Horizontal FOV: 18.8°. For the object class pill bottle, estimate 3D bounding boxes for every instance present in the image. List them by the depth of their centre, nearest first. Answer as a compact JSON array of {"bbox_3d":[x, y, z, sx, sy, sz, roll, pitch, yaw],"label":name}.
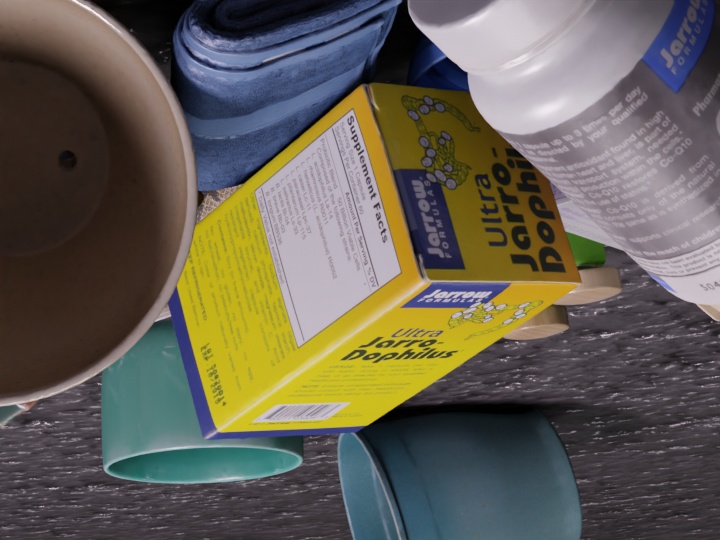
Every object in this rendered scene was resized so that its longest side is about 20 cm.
[{"bbox_3d":[0.119,-0.084,0.965,0.113,0.114,0.200,-18,134,42],"label":"pill bottle"}]

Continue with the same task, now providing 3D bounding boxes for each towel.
[{"bbox_3d":[-0.043,-0.094,1.067,0.111,0.049,0.200,-22,169,-14],"label":"towel"}]

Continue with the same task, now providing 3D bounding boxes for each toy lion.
[{"bbox_3d":[0.054,0.011,1.432,0.190,0.069,0.200,-7,170,-12],"label":"toy lion"}]

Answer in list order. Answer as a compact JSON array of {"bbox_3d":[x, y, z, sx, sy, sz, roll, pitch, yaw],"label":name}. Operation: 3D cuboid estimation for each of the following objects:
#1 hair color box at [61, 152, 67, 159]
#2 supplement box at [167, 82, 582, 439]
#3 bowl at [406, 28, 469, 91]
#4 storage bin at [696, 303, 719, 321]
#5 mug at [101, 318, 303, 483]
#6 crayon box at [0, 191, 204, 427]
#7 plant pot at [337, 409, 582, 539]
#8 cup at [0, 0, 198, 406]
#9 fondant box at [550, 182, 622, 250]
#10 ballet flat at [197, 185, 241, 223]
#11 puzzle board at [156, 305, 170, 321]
[{"bbox_3d":[-0.270,-0.055,1.195,0.199,0.061,0.099,4,163,-28],"label":"hair color box"},{"bbox_3d":[0.000,0.000,1.129,0.109,0.109,0.200,0,155,-40],"label":"supplement box"},{"bbox_3d":[0.122,-0.111,1.111,0.199,0.040,0.201,-3,165,-1],"label":"bowl"},{"bbox_3d":[0.271,-0.021,1.027,0.198,0.200,0.094,-38,122,-8],"label":"storage bin"},{"bbox_3d":[-0.135,0.094,1.655,0.184,0.115,0.152,-9,164,21],"label":"mug"},{"bbox_3d":[-0.164,0.006,1.205,0.051,0.200,0.127,43,148,-11],"label":"crayon box"},{"bbox_3d":[0.099,0.220,2.032,0.187,0.201,0.200,-14,167,-14],"label":"plant pot"},{"bbox_3d":[-0.176,-0.048,1.059,0.199,0.202,0.143,-3,-170,-2],"label":"cup"},{"bbox_3d":[0.211,-0.065,1.260,0.199,0.059,0.144,-17,160,37],"label":"fondant box"},{"bbox_3d":[-0.116,-0.007,1.358,0.075,0.068,0.200,-43,-175,-26],"label":"ballet flat"},{"bbox_3d":[-0.014,-0.006,1.359,0.150,0.018,0.200,-18,180,36],"label":"puzzle board"}]
